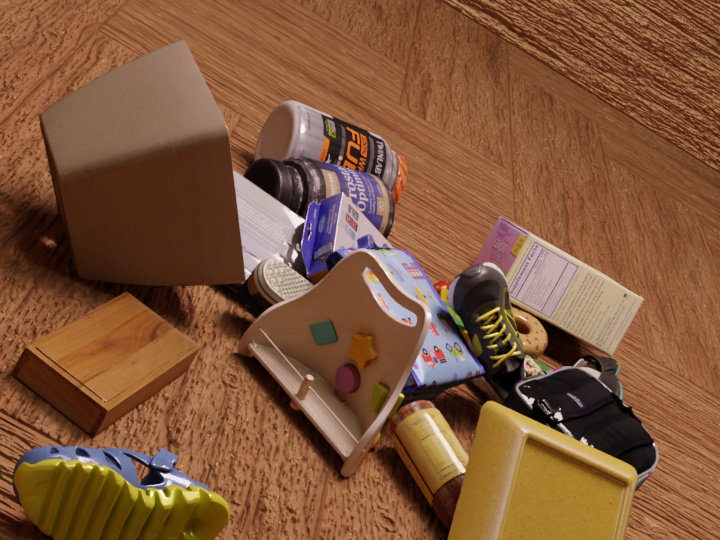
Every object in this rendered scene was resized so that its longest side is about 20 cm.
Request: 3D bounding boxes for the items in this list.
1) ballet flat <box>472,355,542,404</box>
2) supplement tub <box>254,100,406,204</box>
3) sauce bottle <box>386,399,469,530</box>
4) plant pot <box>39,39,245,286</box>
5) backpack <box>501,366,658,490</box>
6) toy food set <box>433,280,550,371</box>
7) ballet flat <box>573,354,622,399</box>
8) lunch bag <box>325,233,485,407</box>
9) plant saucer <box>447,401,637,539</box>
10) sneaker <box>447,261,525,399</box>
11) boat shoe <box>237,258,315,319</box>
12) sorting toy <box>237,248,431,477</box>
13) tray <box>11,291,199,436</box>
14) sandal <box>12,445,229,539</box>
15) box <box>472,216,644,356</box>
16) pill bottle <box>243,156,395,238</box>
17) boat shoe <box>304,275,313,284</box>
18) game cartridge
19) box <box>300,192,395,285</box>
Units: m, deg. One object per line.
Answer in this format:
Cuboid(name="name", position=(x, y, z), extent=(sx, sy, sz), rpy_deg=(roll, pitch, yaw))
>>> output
Cuboid(name="ballet flat", position=(0.213, 0.156, 1.821), extent=(0.199, 0.076, 0.064), rpy_deg=(35, 5, 7))
Cuboid(name="supplement tub", position=(-0.040, -0.152, 2.056), extent=(0.198, 0.123, 0.123), rpy_deg=(19, 26, -31))
Cuboid(name="sauce bottle", position=(0.098, 0.229, 1.533), extent=(0.066, 0.066, 0.201), rpy_deg=(8, 42, -47))
Cuboid(name="plant pot", position=(-0.240, -0.099, 1.562), extent=(0.175, 0.202, 0.200), rpy_deg=(-14, 40, -13))
Cuboid(name="backpack", position=(0.239, 0.205, 1.659), extent=(0.178, 0.151, 0.199), rpy_deg=(47, 34, 17))
Cuboid(name="toy food set", position=(0.167, 0.083, 1.951), extent=(0.199, 0.049, 0.198), rpy_deg=(30, 22, -10))
Cuboid(name="ballet flat", position=(0.318, 0.159, 1.989), extent=(0.068, 0.069, 0.200), rpy_deg=(24, 11, 4))
Cuboid(name="lunch bag", position=(0.039, 0.050, 1.681), extent=(0.150, 0.094, 0.202), rpy_deg=(-4, 70, -56))
Cuboid(name="plant saucer", position=(0.194, 0.255, 1.468), extent=(0.198, 0.048, 0.202), rpy_deg=(25, 66, -19))
Cuboid(name="sneaker", position=(0.162, 0.073, 1.719), extent=(0.085, 0.074, 0.201), rpy_deg=(58, -7, 44))
Cuboid(name="boat shoe", position=(-0.059, 0.063, 1.662), extent=(0.200, 0.062, 0.075), rpy_deg=(40, 39, -26))
Cuboid(name="sorting toy", position=(-0.005, 0.081, 1.544), extent=(0.106, 0.181, 0.200), rpy_deg=(1, 38, -52))
Cuboid(name="tray", position=(-0.241, 0.085, 1.409), extent=(0.098, 0.037, 0.200), rpy_deg=(36, 21, 7))
Cuboid(name="sandal", position=(-0.207, 0.181, 1.215), extent=(0.199, 0.080, 0.087), rpy_deg=(24, 19, -43))
Cuboid(name="box", position=(0.282, 0.021, 2.113), extent=(0.199, 0.097, 0.176), rpy_deg=(29, 6, -13))
Cuboid(name="pill bottle", position=(-0.059, -0.087, 1.912), extent=(0.199, 0.112, 0.112), rpy_deg=(10, 31, -44))
Cuboid(name="boat shoe", position=(-0.122, -0.035, 1.779), extent=(0.199, 0.068, 0.072), rpy_deg=(35, 20, 2))
Cuboid(name="game cartridge", position=(-0.149, -0.047, 1.724), extent=(0.199, 0.038, 0.130), rpy_deg=(35, 51, -1))
Cuboid(name="box", position=(0.000, 0.000, 1.751), extent=(0.200, 0.041, 0.120), rpy_deg=(48, 37, -39))
